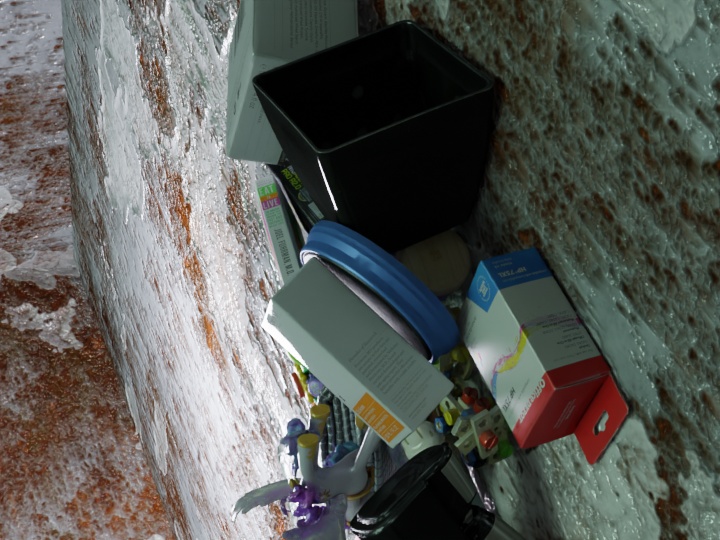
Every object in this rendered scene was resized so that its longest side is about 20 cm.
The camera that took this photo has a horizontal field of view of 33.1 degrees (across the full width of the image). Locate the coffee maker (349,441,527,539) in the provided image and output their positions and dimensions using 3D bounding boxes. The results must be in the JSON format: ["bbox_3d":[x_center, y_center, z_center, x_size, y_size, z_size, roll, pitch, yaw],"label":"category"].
[{"bbox_3d":[0.089,0.316,1.287,0.200,0.192,0.135,47,139,-6],"label":"coffee maker"}]

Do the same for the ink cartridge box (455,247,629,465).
[{"bbox_3d":[0.176,0.092,1.202,0.116,0.067,0.200,105,145,-50],"label":"ink cartridge box"}]

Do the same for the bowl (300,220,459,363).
[{"bbox_3d":[0.017,0.028,1.301,0.201,0.039,0.201,38,166,11],"label":"bowl"}]

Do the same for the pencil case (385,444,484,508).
[{"bbox_3d":[0.101,0.278,1.473,0.091,0.083,0.200,102,148,-55],"label":"pencil case"}]

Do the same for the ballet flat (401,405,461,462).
[{"bbox_3d":[0.068,0.176,1.437,0.068,0.067,0.200,-28,57,22],"label":"ballet flat"}]

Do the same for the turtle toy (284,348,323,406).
[{"bbox_3d":[-0.050,0.131,1.705,0.200,0.101,0.146,81,164,-50],"label":"turtle toy"}]

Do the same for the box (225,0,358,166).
[{"bbox_3d":[-0.087,-0.265,1.501,0.199,0.130,0.200,114,158,-54],"label":"box"}]

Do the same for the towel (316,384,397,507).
[{"bbox_3d":[0.004,0.200,1.574,0.166,0.085,0.200,-55,-35,-64],"label":"towel"}]

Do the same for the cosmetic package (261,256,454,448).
[{"bbox_3d":[-0.006,0.089,1.279,0.200,0.071,0.101,43,159,6],"label":"cosmetic package"}]

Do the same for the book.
[{"bbox_3d":[-0.089,-0.006,1.538,0.134,0.048,0.200,72,179,-54],"label":"book"}]

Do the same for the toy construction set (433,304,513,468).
[{"bbox_3d":[0.121,0.143,1.353,0.200,0.092,0.131,-114,22,-54],"label":"toy construction set"}]

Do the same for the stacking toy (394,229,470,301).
[{"bbox_3d":[0.065,0.018,1.437,0.200,0.085,0.086,120,134,-67],"label":"stacking toy"}]

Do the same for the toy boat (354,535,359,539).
[{"bbox_3d":[0.063,0.397,1.540,0.200,0.130,0.131,47,120,54],"label":"toy boat"}]

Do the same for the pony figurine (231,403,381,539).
[{"bbox_3d":[-0.045,0.259,1.433,0.167,0.193,0.200,47,144,48],"label":"pony figurine"}]

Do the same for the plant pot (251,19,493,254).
[{"bbox_3d":[0.024,-0.130,1.316,0.200,0.199,0.178,49,158,50],"label":"plant pot"}]

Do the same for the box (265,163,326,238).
[{"bbox_3d":[-0.043,-0.057,1.575,0.160,0.044,0.200,61,173,-36],"label":"box"}]
